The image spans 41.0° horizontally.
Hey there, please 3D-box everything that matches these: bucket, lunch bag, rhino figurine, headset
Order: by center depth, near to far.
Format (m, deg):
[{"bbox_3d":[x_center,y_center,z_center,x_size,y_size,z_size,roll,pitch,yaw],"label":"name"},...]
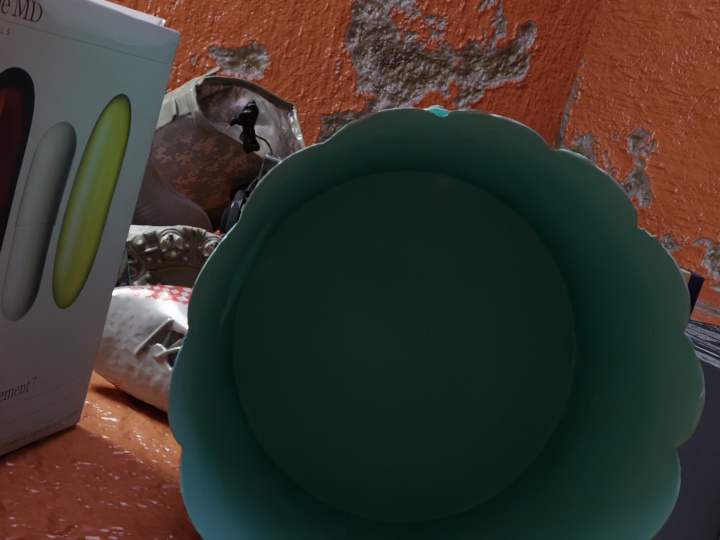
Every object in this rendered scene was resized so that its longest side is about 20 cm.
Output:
[{"bbox_3d":[0.026,0.041,0.405,0.205,0.209,0.135,17,3,-3],"label":"bucket"},{"bbox_3d":[-0.166,-0.036,0.757,0.200,0.087,0.060,46,26,-45],"label":"rhino figurine"},{"bbox_3d":[-0.071,-0.054,0.859,0.122,0.094,0.201,-14,57,-17],"label":"headset"},{"bbox_3d":[-0.173,-0.124,0.987,0.163,0.119,0.199,-25,-18,24],"label":"lunch bag"}]

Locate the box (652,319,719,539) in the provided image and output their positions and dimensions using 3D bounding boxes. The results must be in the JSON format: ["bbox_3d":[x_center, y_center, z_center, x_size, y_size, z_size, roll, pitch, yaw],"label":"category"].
[{"bbox_3d":[0.226,0.106,0.616,0.197,0.125,0.200,14,8,-29],"label":"box"}]

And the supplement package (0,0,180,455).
[{"bbox_3d":[-0.197,-0.033,0.393,0.146,0.202,0.191,19,10,12],"label":"supplement package"}]

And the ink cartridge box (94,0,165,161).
[{"bbox_3d":[-0.244,-0.121,0.781,0.143,0.201,0.085,17,42,-2],"label":"ink cartridge box"}]

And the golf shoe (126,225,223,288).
[{"bbox_3d":[-0.163,-0.004,0.701,0.198,0.079,0.097,16,1,-23],"label":"golf shoe"}]

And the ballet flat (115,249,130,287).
[{"bbox_3d":[-0.238,-0.013,0.585,0.198,0.075,0.074,10,11,-21],"label":"ballet flat"}]

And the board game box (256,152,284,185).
[{"bbox_3d":[0.000,0.000,0.777,0.198,0.137,0.028,17,9,0],"label":"board game box"}]

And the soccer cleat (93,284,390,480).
[{"bbox_3d":[-0.068,0.060,0.519,0.198,0.069,0.085,23,5,2],"label":"soccer cleat"}]

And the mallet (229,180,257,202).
[{"bbox_3d":[-0.052,-0.024,0.918,0.065,0.041,0.200,-28,54,-21],"label":"mallet"}]

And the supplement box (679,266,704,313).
[{"bbox_3d":[0.227,0.022,1.075,0.198,0.136,0.200,15,10,-18],"label":"supplement box"}]
